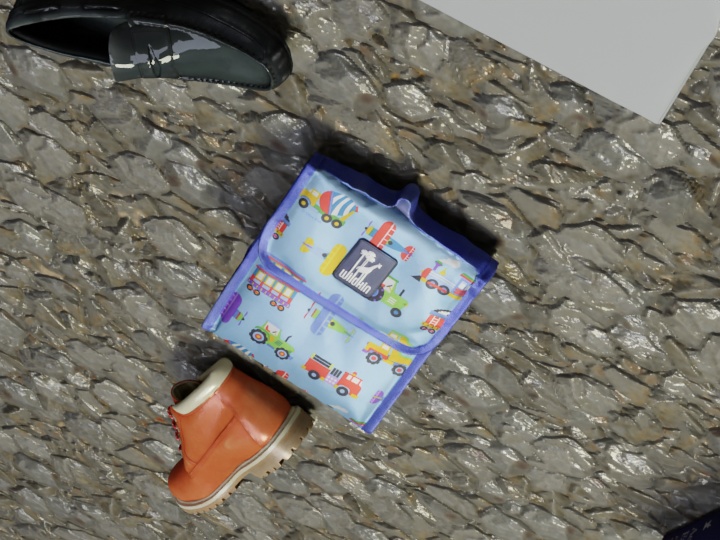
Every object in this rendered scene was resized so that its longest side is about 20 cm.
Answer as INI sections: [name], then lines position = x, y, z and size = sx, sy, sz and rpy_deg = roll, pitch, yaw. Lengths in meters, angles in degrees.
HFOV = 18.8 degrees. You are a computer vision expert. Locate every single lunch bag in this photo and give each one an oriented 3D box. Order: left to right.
[lunch bag]
position = 0.000, 0.000, 1.549
size = 0.150, 0.094, 0.200
rpy_deg = 33, 138, -4

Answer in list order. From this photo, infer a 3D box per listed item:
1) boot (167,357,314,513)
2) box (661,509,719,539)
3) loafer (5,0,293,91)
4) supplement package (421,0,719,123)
[boot]
position = -0.130, 0.139, 1.871
size = 0.107, 0.075, 0.200
rpy_deg = 39, 141, -10
[box]
position = 0.288, 0.259, 1.614
size = 0.104, 0.148, 0.200
rpy_deg = 34, 149, -8
[loafer]
position = -0.141, -0.151, 1.433
size = 0.200, 0.070, 0.068
rpy_deg = 18, 149, 19
[supplement package]
position = 0.129, -0.209, 0.986
size = 0.150, 0.200, 0.152
rpy_deg = 28, 150, 2
